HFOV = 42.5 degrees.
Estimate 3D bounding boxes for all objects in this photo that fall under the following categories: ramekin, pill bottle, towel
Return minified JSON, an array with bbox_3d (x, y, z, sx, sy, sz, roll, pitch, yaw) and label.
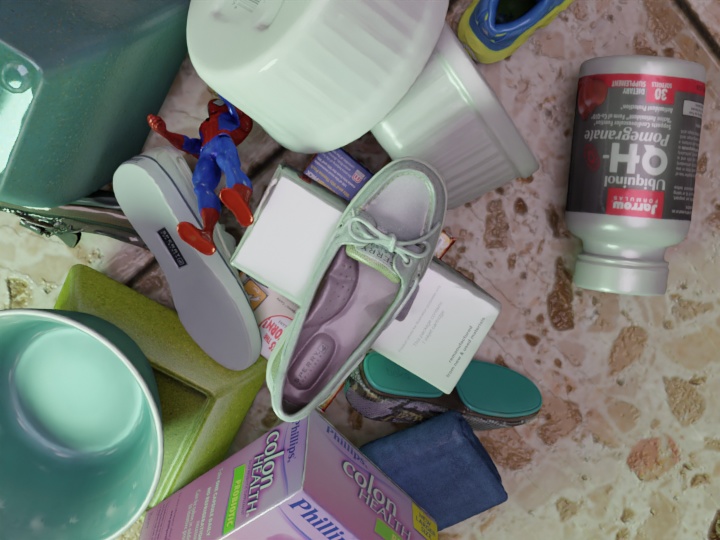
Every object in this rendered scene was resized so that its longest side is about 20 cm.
[{"bbox_3d":[-0.039,-0.199,0.688,0.097,0.200,0.202,27,94,-42],"label":"ramekin"},{"bbox_3d":[0.241,-0.083,0.825,0.109,0.111,0.203,4,95,-4],"label":"pill bottle"},{"bbox_3d":[0.057,-0.142,0.773,0.094,0.202,0.203,-35,96,12],"label":"ramekin"},{"bbox_3d":[0.024,0.198,0.838,0.198,0.049,0.112,-25,119,16],"label":"towel"}]

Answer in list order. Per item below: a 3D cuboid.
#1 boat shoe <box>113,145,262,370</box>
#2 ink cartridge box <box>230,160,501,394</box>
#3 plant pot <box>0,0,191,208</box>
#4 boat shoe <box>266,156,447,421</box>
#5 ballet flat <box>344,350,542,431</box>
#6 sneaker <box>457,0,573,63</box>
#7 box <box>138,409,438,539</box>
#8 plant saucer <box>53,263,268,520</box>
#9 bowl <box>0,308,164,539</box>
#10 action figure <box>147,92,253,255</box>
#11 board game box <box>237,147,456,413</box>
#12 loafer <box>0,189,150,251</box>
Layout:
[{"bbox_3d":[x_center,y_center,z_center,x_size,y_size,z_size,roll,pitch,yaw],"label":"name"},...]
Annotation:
[{"bbox_3d":[-0.132,-0.013,0.788,0.070,0.070,0.201,-20,106,37],"label":"boat shoe"},{"bbox_3d":[0.000,0.000,0.754,0.199,0.145,0.084,31,95,-7],"label":"ink cartridge box"},{"bbox_3d":[-0.264,-0.164,0.712,0.195,0.200,0.197,31,118,-6],"label":"plant pot"},{"bbox_3d":[-0.002,0.014,0.649,0.074,0.065,0.203,34,94,-7],"label":"boat shoe"},{"bbox_3d":[0.072,0.116,0.855,0.198,0.072,0.073,12,95,-25],"label":"ballet flat"},{"bbox_3d":[0.169,-0.263,0.807,0.076,0.105,0.200,40,92,-6],"label":"sneaker"},{"bbox_3d":[-0.062,0.243,0.782,0.199,0.097,0.176,-35,116,20],"label":"box"},{"bbox_3d":[-0.212,0.127,0.827,0.198,0.048,0.201,27,105,-3],"label":"plant saucer"},{"bbox_3d":[-0.243,0.112,0.746,0.198,0.105,0.203,1,106,3],"label":"bowl"},{"bbox_3d":[-0.128,-0.107,0.729,0.065,0.201,0.099,-33,119,14],"label":"action figure"},{"bbox_3d":[-0.032,0.003,0.849,0.151,0.046,0.201,38,92,-6],"label":"board game box"},{"bbox_3d":[-0.240,-0.042,0.824,0.197,0.072,0.064,6,101,-6],"label":"loafer"}]
